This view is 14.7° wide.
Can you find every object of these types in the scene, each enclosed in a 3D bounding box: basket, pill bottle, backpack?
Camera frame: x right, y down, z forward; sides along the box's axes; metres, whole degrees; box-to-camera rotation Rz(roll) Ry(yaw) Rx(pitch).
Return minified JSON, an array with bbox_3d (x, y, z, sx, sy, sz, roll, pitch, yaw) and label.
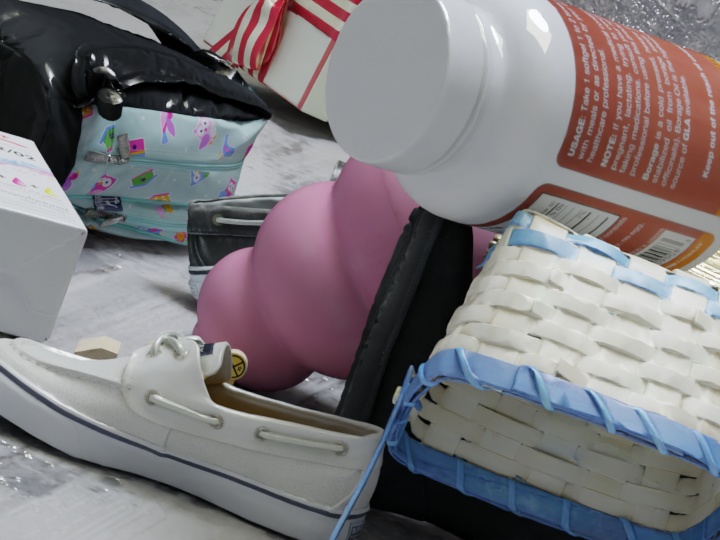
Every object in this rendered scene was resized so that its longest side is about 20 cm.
[{"bbox_3d":[0.093,0.091,1.239,0.176,0.201,0.139,23,-29,1],"label":"basket"},{"bbox_3d":[0.084,-0.069,1.302,0.199,0.113,0.112,15,13,-40],"label":"pill bottle"},{"bbox_3d":[-0.158,-0.092,1.701,0.199,0.127,0.167,9,28,-45],"label":"backpack"}]

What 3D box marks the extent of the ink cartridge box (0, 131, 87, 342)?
[{"bbox_3d":[-0.226,-0.038,1.491,0.115,0.068,0.200,16,13,-22],"label":"ink cartridge box"}]

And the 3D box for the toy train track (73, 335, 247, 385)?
[{"bbox_3d":[-0.049,0.067,1.418,0.199,0.033,0.115,21,13,-5],"label":"toy train track"}]

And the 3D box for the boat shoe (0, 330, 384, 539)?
[{"bbox_3d":[-0.083,0.061,1.303,0.199,0.070,0.071,22,13,3],"label":"boat shoe"}]

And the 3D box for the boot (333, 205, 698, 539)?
[{"bbox_3d":[0.095,0.066,1.358,0.199,0.166,0.066,20,19,-3],"label":"boot"}]

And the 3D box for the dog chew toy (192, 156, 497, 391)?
[{"bbox_3d":[0.000,0.000,1.470,0.125,0.199,0.125,53,21,-31],"label":"dog chew toy"}]

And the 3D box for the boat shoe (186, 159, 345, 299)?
[{"bbox_3d":[-0.007,-0.027,1.597,0.199,0.071,0.072,-10,11,5],"label":"boat shoe"}]

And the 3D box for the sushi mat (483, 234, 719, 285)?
[{"bbox_3d":[0.168,0.013,1.377,0.199,0.012,0.096,26,36,22],"label":"sushi mat"}]

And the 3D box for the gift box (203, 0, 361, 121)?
[{"bbox_3d":[-0.018,-0.209,2.306,0.186,0.185,0.200,21,6,-42],"label":"gift box"}]
